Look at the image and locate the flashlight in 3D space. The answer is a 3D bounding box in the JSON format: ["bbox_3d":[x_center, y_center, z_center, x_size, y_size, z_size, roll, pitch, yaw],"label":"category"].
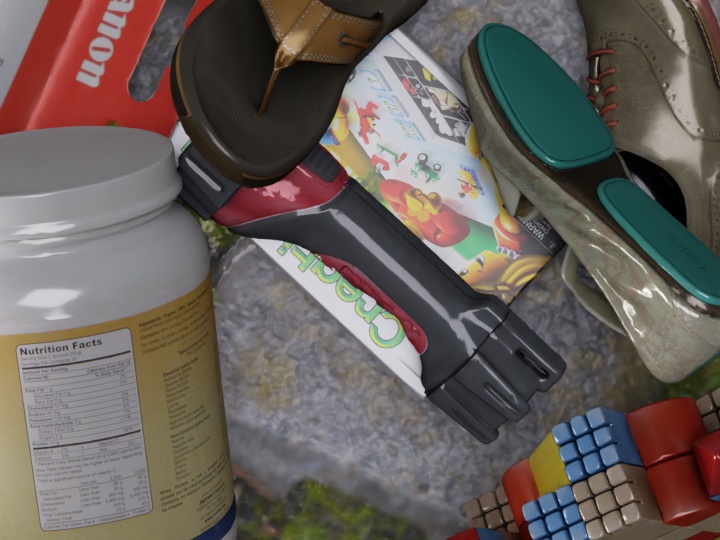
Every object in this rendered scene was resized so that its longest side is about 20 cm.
[{"bbox_3d":[0.000,0.000,1.132,0.200,0.068,0.068,44,85,-6],"label":"flashlight"}]

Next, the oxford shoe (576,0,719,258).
[{"bbox_3d":[0.136,-0.092,1.158,0.075,0.070,0.200,-32,91,-14],"label":"oxford shoe"}]

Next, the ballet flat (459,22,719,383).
[{"bbox_3d":[0.099,-0.030,1.123,0.200,0.067,0.062,53,130,26],"label":"ballet flat"}]

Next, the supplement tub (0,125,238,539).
[{"bbox_3d":[-0.135,0.045,1.097,0.144,0.144,0.201,-6,107,-2],"label":"supplement tub"}]

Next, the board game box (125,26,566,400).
[{"bbox_3d":[0.000,-0.050,1.177,0.200,0.035,0.126,42,89,-2],"label":"board game box"}]

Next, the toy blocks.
[{"bbox_3d":[0.120,0.103,1.096,0.200,0.137,0.100,-27,68,23],"label":"toy blocks"}]

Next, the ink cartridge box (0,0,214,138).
[{"bbox_3d":[-0.168,-0.141,1.147,0.200,0.050,0.163,24,90,12],"label":"ink cartridge box"}]

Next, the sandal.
[{"bbox_3d":[-0.016,-0.117,1.108,0.082,0.055,0.200,45,53,0],"label":"sandal"}]
